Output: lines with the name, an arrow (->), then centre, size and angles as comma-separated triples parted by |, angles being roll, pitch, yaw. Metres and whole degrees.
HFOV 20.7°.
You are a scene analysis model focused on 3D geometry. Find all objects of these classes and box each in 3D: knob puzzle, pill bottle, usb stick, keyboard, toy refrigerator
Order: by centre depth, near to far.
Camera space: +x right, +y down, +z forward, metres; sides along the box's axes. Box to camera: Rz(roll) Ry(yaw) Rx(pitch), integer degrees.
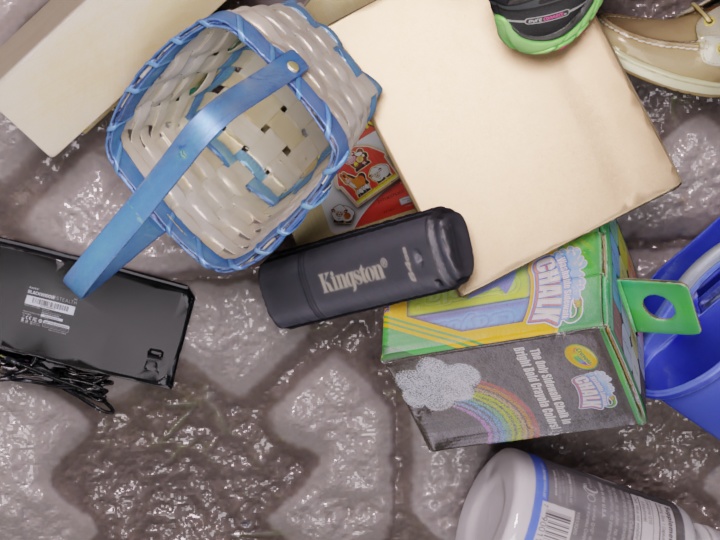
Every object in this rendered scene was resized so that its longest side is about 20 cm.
toy refrigerator -> -0.148, -0.169, 1.280 | 0.200, 0.076, 0.070 | -40, 114, 14
usb stick -> 0.000, 0.000, 1.308 | 0.033, 0.200, 0.056 | -10, 87, -40
knob puzzle -> 0.014, -0.115, 1.348 | 0.219, 0.030, 0.220 | -2, 116, -5
keyboard -> -0.226, 0.036, 1.410 | 0.200, 0.040, 0.104 | 15, 91, -12
pill bottle -> 0.182, 0.216, 1.486 | 0.200, 0.114, 0.114 | 20, 113, -15

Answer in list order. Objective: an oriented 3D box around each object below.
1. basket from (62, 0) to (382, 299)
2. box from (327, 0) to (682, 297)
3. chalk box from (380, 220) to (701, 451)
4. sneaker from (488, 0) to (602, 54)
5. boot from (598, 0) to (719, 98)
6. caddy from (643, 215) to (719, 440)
basket -> -0.091, -0.073, 1.227 | 0.139, 0.200, 0.176 | 44, 125, -3
box -> 0.092, -0.107, 1.283 | 0.163, 0.021, 0.200 | -27, 87, 3
chalk box -> 0.127, 0.030, 1.337 | 0.200, 0.124, 0.124 | -9, 141, 15
sneaker -> 0.138, -0.232, 1.227 | 0.084, 0.077, 0.200 | 39, 73, -55
boot -> 0.259, -0.192, 1.308 | 0.200, 0.072, 0.155 | 6, 118, -15
caddy -> 0.270, 0.022, 1.381 | 0.200, 0.141, 0.105 | -43, 118, 15
